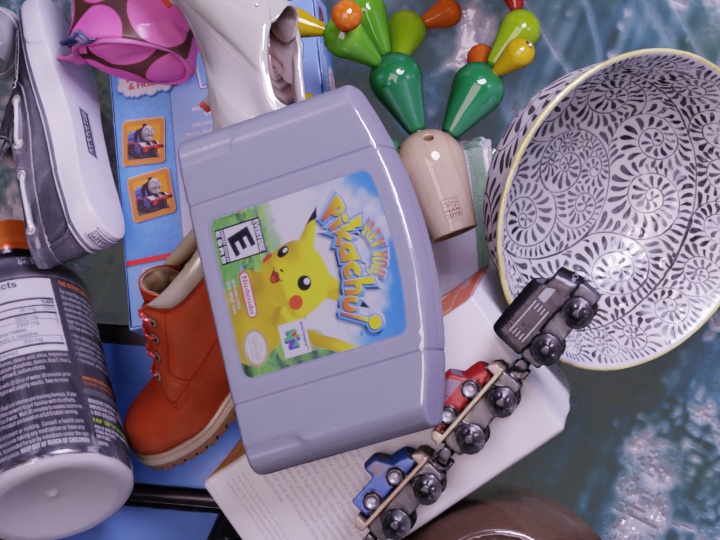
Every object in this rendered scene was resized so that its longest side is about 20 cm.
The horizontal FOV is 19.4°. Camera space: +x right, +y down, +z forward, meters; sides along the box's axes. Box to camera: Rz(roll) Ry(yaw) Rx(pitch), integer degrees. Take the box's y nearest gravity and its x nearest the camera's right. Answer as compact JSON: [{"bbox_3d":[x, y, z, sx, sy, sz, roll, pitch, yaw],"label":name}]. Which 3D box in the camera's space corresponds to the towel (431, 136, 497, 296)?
[{"bbox_3d":[0.000,0.000,1.375,0.198,0.031,0.151,-9,76,13],"label":"towel"}]

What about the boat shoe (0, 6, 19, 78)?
[{"bbox_3d":[-0.329,-0.152,1.441,0.199,0.071,0.071,-6,90,13],"label":"boat shoe"}]

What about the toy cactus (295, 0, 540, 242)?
[{"bbox_3d":[0.037,-0.103,1.323,0.198,0.102,0.166,-18,84,-23],"label":"toy cactus"}]

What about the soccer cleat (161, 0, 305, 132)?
[{"bbox_3d":[-0.077,-0.162,1.281,0.077,0.069,0.202,-29,74,29],"label":"soccer cleat"}]

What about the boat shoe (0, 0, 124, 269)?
[{"bbox_3d":[-0.209,-0.092,1.391,0.067,0.072,0.201,-24,63,14],"label":"boat shoe"}]

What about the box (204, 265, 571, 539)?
[{"bbox_3d":[0.020,0.099,1.288,0.199,0.124,0.098,-35,93,11],"label":"box"}]

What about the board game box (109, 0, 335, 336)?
[{"bbox_3d":[-0.086,-0.068,1.383,0.150,0.037,0.202,-10,77,14],"label":"board game box"}]

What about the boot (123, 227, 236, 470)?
[{"bbox_3d":[-0.108,0.043,1.318,0.107,0.075,0.200,28,125,-23],"label":"boot"}]

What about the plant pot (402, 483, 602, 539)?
[{"bbox_3d":[0.081,0.210,1.267,0.185,0.200,0.189,0,77,1],"label":"plant pot"}]

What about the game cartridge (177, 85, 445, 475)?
[{"bbox_3d":[-0.023,0.003,1.203,0.132,0.040,0.202,-17,81,17],"label":"game cartridge"}]

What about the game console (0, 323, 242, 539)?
[{"bbox_3d":[-0.153,0.131,1.390,0.198,0.176,0.117,3,121,13],"label":"game console"}]

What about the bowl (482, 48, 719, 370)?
[{"bbox_3d":[0.144,-0.048,1.306,0.094,0.199,0.202,29,100,55],"label":"bowl"}]

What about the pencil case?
[{"bbox_3d":[-0.140,-0.226,1.373,0.093,0.091,0.202,0,74,34],"label":"pencil case"}]

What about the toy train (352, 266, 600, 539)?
[{"bbox_3d":[0.059,0.077,1.199,0.046,0.034,0.200,40,102,4],"label":"toy train"}]

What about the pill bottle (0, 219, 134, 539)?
[{"bbox_3d":[-0.216,0.065,1.368,0.106,0.106,0.201,-26,56,12],"label":"pill bottle"}]
